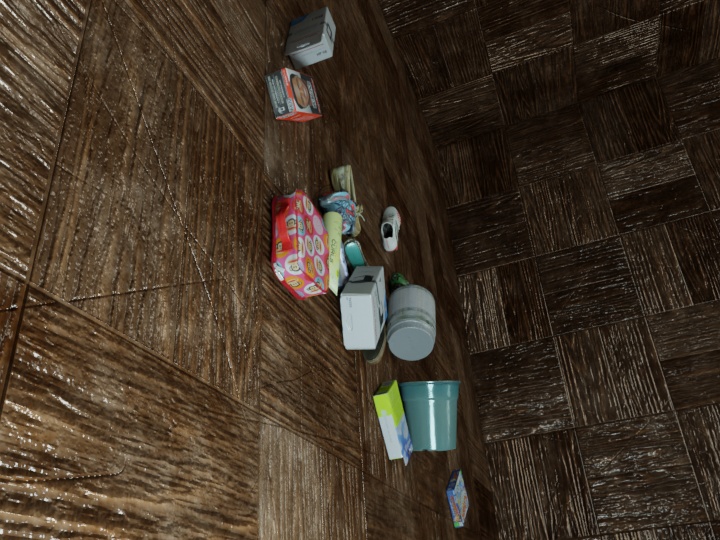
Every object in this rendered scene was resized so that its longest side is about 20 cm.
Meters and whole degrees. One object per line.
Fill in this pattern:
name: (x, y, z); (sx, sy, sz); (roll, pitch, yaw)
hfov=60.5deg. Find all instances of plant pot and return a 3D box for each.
plant pot: (0.217, 0.445, 1.895); (0.200, 0.194, 0.203); (30, 56, -68)

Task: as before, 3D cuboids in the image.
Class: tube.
tube: (-0.069, -0.046, 1.474); (0.052, 0.056, 0.205); (126, -27, -50)

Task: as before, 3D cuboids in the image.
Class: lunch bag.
lunch bag: (-0.129, -0.059, 1.284); (0.177, 0.079, 0.206); (51, 31, -55)

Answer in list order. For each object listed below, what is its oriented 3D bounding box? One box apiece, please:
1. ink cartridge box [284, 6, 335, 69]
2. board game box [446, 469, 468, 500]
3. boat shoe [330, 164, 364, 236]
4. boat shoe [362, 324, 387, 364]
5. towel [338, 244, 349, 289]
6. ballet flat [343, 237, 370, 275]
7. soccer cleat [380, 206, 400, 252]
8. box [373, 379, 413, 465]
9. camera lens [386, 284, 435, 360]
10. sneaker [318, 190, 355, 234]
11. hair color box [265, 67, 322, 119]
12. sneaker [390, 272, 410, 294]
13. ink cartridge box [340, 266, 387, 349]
ink cartridge box: (-0.134, -0.614, 1.658); (0.204, 0.112, 0.067); (-87, 157, -43)
board game box: (0.366, 0.853, 2.321); (0.199, 0.033, 0.140); (-15, 91, -74)
boat shoe: (-0.031, -0.197, 1.762); (0.074, 0.061, 0.206); (-64, 139, -66)
boat shoe: (0.047, 0.187, 1.704); (0.203, 0.070, 0.069); (-84, 153, -49)
towel: (-0.075, -0.028, 1.550); (0.199, 0.023, 0.152); (15, 62, -72)
ballet flat: (0.000, 0.000, 1.723); (0.075, 0.066, 0.205); (-103, 173, -75)
soccer cleat: (0.104, -0.160, 2.192); (0.086, 0.066, 0.205); (63, 25, -50)
box: (0.093, 0.422, 1.713); (0.122, 0.046, 0.207); (-27, 104, -73)
camera lens: (0.161, 0.159, 1.958); (0.203, 0.155, 0.162); (-84, 154, -50)
sneaker: (-0.050, -0.148, 1.632); (0.199, 0.077, 0.099); (27, 53, -69)
hair color box: (-0.159, -0.425, 1.512); (0.200, 0.059, 0.105); (-40, 116, -71)
sneaker: (0.162, 0.079, 2.174); (0.201, 0.076, 0.087); (57, 24, -48)
ink cartridge box: (0.012, 0.092, 1.595); (0.201, 0.081, 0.150); (-61, 148, -67)
